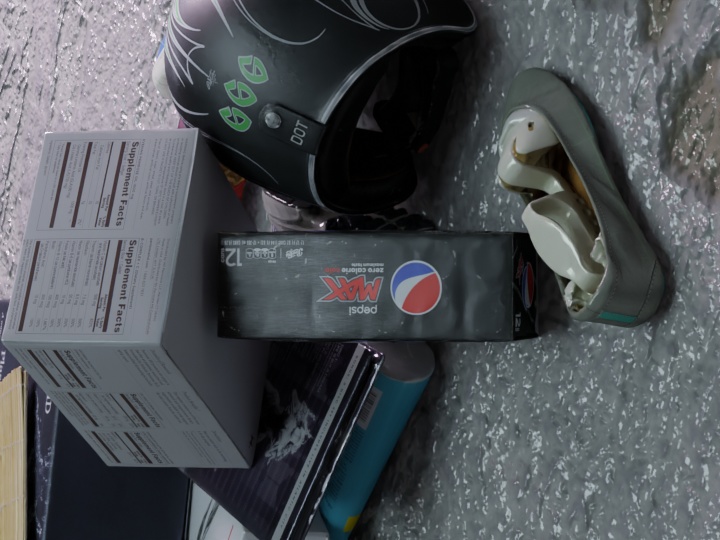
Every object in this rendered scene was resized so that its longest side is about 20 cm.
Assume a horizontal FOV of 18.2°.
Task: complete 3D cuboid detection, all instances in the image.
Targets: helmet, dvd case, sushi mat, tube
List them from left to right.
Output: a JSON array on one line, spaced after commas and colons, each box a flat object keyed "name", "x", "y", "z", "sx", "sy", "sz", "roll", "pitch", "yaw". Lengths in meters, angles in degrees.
[{"name": "sushi mat", "x": -0.261, "y": 0.179, "z": 1.666, "sx": 0.096, "sy": 0.012, "sz": 0.202, "roll": 140, "pitch": 131, "yaw": -59}, {"name": "dvd case", "x": -0.059, "y": 0.099, "z": 1.551, "sx": 0.200, "sy": 0.016, "sz": 0.150, "roll": 28, "pitch": 95, "yaw": 62}, {"name": "helmet", "x": -0.036, "y": -0.146, "z": 1.498, "sx": 0.190, "sy": 0.199, "sz": 0.201, "roll": 40, "pitch": 125, "yaw": 30}, {"name": "tube", "x": -0.004, "y": 0.124, "z": 1.567, "sx": 0.078, "sy": 0.050, "sz": 0.201, "roll": -100, "pitch": 25, "yaw": -43}]

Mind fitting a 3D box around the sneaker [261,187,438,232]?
[{"name": "sneaker", "x": 0.000, "y": 0.000, "z": 1.550, "sx": 0.200, "sy": 0.077, "sz": 0.087, "roll": -141, "pitch": 43, "yaw": -57}]

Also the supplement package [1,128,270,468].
[{"name": "supplement package", "x": -0.139, "y": 0.022, "z": 1.497, "sx": 0.200, "sy": 0.110, "sz": 0.157, "roll": 64, "pitch": -150, "yaw": -59}]

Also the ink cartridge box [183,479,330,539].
[{"name": "ink cartridge box", "x": -0.080, "y": 0.202, "z": 1.626, "sx": 0.200, "sy": 0.066, "sz": 0.117, "roll": -119, "pitch": 40, "yaw": -57}]

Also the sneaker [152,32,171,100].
[{"name": "sneaker", "x": -0.094, "y": -0.223, "z": 1.646, "sx": 0.200, "sy": 0.076, "sz": 0.112, "roll": -49, "pitch": 50, "yaw": 22}]

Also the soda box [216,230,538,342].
[{"name": "soda box", "x": 0.011, "y": 0.010, "z": 1.423, "sx": 0.198, "sy": 0.063, "sz": 0.071, "roll": 0, "pitch": 90, "yaw": 20}]

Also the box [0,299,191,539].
[{"name": "box", "x": -0.210, "y": 0.123, "z": 1.724, "sx": 0.200, "sy": 0.117, "sz": 0.198, "roll": 178, "pitch": 98, "yaw": -65}]

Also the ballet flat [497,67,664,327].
[{"name": "ballet flat", "x": 0.118, "y": -0.050, "z": 1.351, "sx": 0.068, "sy": 0.063, "sz": 0.201, "roll": -60, "pitch": 43, "yaw": 39}]

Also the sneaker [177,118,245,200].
[{"name": "sneaker", "x": -0.128, "y": -0.077, "z": 1.735, "sx": 0.090, "sy": 0.075, "sz": 0.202, "roll": 28, "pitch": 113, "yaw": 49}]
